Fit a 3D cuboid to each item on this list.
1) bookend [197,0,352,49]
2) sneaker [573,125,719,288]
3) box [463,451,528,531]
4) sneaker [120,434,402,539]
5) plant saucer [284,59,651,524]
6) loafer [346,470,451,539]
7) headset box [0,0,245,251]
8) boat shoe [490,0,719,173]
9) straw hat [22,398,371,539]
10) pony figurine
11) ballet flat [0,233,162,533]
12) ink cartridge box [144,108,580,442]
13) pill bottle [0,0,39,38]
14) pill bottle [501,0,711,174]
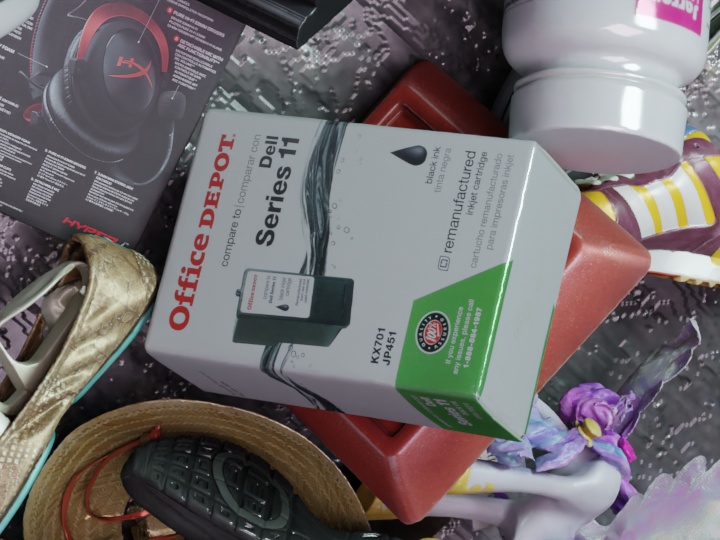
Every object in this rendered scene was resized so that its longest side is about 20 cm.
[{"bbox_3d":[-0.014,-0.257,1.501,0.200,0.092,0.199,-45,147,-29],"label":"bookend"},{"bbox_3d":[0.158,-0.044,1.692,0.200,0.075,0.090,8,95,-33],"label":"sneaker"},{"bbox_3d":[0.066,0.052,1.716,0.041,0.039,0.200,-11,107,-12],"label":"box"},{"bbox_3d":[-0.049,0.166,1.598,0.200,0.076,0.091,32,118,-4],"label":"sneaker"},{"bbox_3d":[0.026,0.004,1.621,0.200,0.200,0.037,-48,150,2],"label":"plant saucer"},{"bbox_3d":[-0.004,0.196,1.718,0.071,0.073,0.200,30,97,-20],"label":"loafer"},{"bbox_3d":[-0.154,-0.125,1.594,0.148,0.075,0.200,23,98,-19],"label":"headset box"},{"bbox_3d":[0.151,-0.124,1.678,0.200,0.062,0.072,-46,110,1],"label":"boat shoe"},{"bbox_3d":[-0.088,0.144,1.673,0.201,0.085,0.202,1,109,3],"label":"straw hat"},{"bbox_3d":[0.125,0.124,1.668,0.200,0.167,0.193,24,119,-31],"label":"pony figurine"},{"bbox_3d":[-0.182,0.064,1.549,0.065,0.070,0.200,41,67,-23],"label":"ballet flat"},{"bbox_3d":[0.000,0.000,1.564,0.200,0.083,0.147,6,75,25],"label":"ink cartridge box"},{"bbox_3d":[-0.248,-0.200,1.461,0.112,0.112,0.200,-25,105,-7],"label":"pill bottle"},{"bbox_3d":[0.137,-0.161,1.602,0.113,0.113,0.200,9,78,-16],"label":"pill bottle"}]
